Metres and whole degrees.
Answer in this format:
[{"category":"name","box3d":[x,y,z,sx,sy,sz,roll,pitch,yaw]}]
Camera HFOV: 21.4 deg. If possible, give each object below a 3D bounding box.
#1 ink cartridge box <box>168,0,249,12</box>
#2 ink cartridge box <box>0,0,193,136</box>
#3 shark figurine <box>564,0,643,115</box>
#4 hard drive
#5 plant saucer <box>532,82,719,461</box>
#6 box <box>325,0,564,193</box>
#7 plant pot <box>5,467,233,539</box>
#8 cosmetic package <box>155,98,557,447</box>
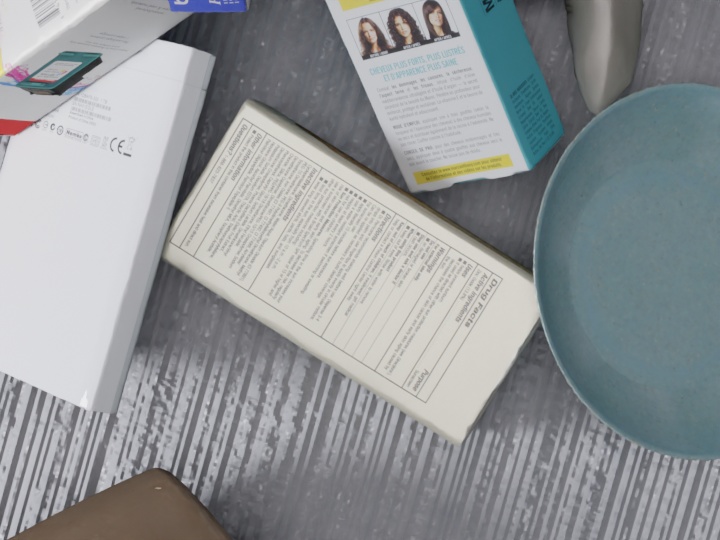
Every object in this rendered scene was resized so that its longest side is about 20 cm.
[{"category":"ink cartridge box","box3d":[-0.071,-0.237,0.993,0.044,0.094,0.200,1,50,9]},{"category":"ink cartridge box","box3d":[-0.190,-0.152,1.039,0.200,0.067,0.116,-28,73,34]},{"category":"shark figurine","box3d":[0.093,-0.203,1.029,0.214,0.090,0.128,42,81,8]},{"category":"hard drive","box3d":[-0.156,-0.035,1.057,0.132,0.027,0.200,18,92,42]},{"category":"plant saucer","box3d":[0.173,0.001,1.025,0.201,0.039,0.201,2,85,-24]},{"category":"box","box3d":[0.031,-0.144,1.010,0.082,0.049,0.200,-9,114,37]},{"category":"plant pot","box3d":[-0.140,0.204,1.026,0.175,0.200,0.200,-38,87,-14]},{"category":"cosmetic package","box3d":[0.000,0.000,1.051,0.200,0.071,0.105,34,96,5]}]
